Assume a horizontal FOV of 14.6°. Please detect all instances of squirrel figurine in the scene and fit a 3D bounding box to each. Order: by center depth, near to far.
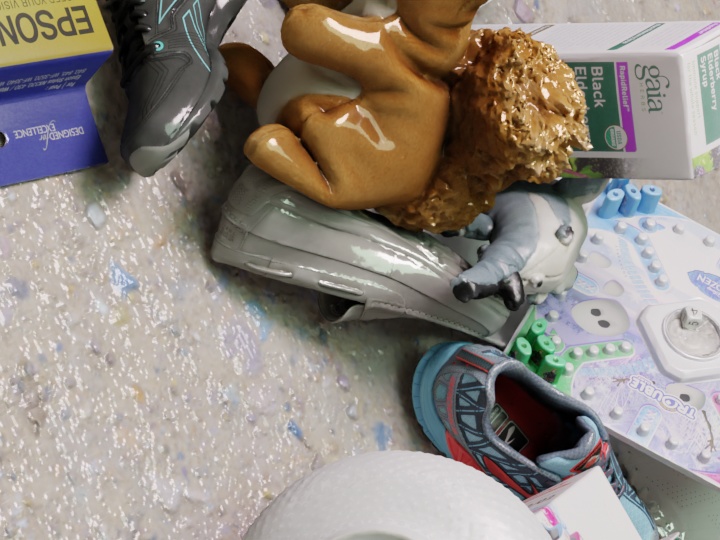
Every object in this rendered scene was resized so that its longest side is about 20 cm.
[{"bbox_3d":[0.040,-0.124,1.637,0.200,0.187,0.142,32,17,-18],"label":"squirrel figurine"}]

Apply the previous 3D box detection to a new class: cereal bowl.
[{"bbox_3d":[0.015,0.189,1.490,0.083,0.200,0.200,55,24,-72],"label":"cereal bowl"}]

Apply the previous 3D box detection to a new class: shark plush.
[{"bbox_3d":[0.085,-0.010,1.706,0.083,0.091,0.200,22,36,10],"label":"shark plush"}]

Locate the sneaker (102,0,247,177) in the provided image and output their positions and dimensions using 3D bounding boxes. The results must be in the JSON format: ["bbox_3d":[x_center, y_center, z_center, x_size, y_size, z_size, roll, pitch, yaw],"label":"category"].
[{"bbox_3d":[-0.118,-0.134,1.625,0.079,0.075,0.200,33,40,-20],"label":"sneaker"}]

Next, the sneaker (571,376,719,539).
[{"bbox_3d":[0.187,0.141,1.814,0.200,0.075,0.089,37,60,-31],"label":"sneaker"}]

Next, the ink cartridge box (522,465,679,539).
[{"bbox_3d":[0.088,0.182,1.643,0.200,0.115,0.068,-29,90,-51],"label":"ink cartridge box"}]

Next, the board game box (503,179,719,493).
[{"bbox_3d":[0.213,0.040,1.794,0.200,0.026,0.200,29,47,6],"label":"board game box"}]

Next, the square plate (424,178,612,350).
[{"bbox_3d":[0.100,-0.026,1.830,0.200,0.028,0.198,25,55,-37],"label":"square plate"}]

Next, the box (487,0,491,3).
[{"bbox_3d":[0.033,-0.232,1.798,0.200,0.106,0.152,-35,98,-50],"label":"box"}]

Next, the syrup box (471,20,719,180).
[{"bbox_3d":[0.131,-0.105,1.716,0.081,0.200,0.079,-29,116,-50],"label":"syrup box"}]

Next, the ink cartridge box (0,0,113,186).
[{"bbox_3d":[-0.226,-0.143,1.523,0.198,0.047,0.200,-16,81,-51],"label":"ink cartridge box"}]

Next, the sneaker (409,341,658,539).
[{"bbox_3d":[0.117,0.123,1.712,0.200,0.095,0.079,43,68,-20],"label":"sneaker"}]

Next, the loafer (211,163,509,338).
[{"bbox_3d":[0.000,0.000,1.676,0.200,0.070,0.070,25,14,-27],"label":"loafer"}]
